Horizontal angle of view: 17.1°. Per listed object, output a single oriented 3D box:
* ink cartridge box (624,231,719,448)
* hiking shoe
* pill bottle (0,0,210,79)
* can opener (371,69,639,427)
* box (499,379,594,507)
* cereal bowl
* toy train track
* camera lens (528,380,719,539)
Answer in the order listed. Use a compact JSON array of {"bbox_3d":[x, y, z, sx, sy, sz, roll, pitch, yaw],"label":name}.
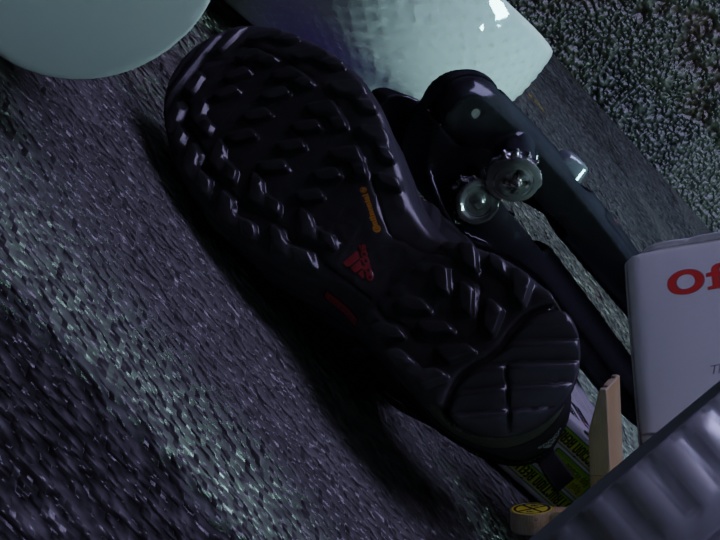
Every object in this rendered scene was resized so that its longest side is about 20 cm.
[{"bbox_3d":[0.172,0.080,0.811,0.201,0.146,0.086,-89,164,-44],"label":"ink cartridge box"},{"bbox_3d":[0.000,0.000,0.843,0.200,0.076,0.101,49,-12,26],"label":"hiking shoe"},{"bbox_3d":[-0.101,-0.140,0.768,0.112,0.112,0.200,43,12,-30],"label":"pill bottle"},{"bbox_3d":[0.083,-0.009,0.992,0.200,0.063,0.079,44,11,-24],"label":"can opener"},{"bbox_3d":[0.040,0.012,1.012,0.110,0.035,0.200,43,13,-31],"label":"box"},{"bbox_3d":[-0.007,-0.136,1.161,0.200,0.083,0.200,40,3,-2],"label":"cereal bowl"},{"bbox_3d":[0.060,0.100,0.761,0.200,0.032,0.115,-30,118,-71],"label":"toy train track"},{"bbox_3d":[0.117,0.132,0.570,0.200,0.160,0.160,50,11,7],"label":"camera lens"}]
